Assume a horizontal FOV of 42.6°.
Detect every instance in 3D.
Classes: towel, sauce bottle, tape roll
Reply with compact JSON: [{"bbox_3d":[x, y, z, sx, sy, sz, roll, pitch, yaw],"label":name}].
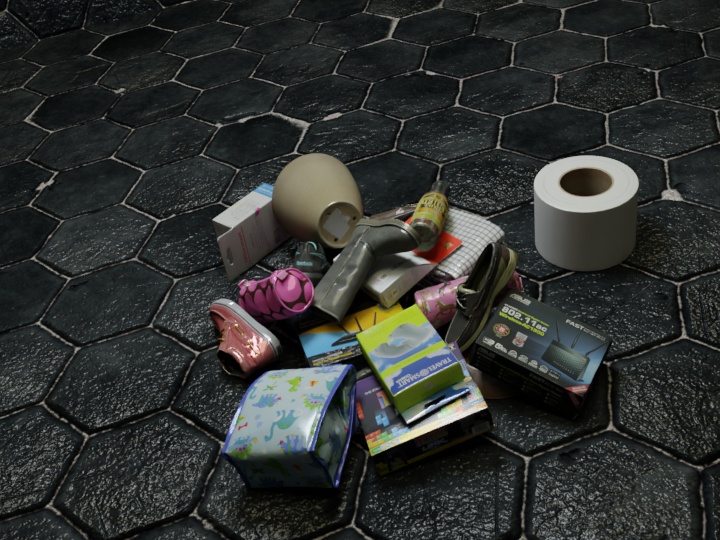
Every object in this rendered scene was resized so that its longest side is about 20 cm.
[{"bbox_3d":[0.167,-0.033,1.806,0.198,0.086,0.165,22,54,42],"label":"towel"},{"bbox_3d":[0.136,-0.112,1.776,0.064,0.066,0.201,2,33,15],"label":"sauce bottle"},{"bbox_3d":[0.439,-0.114,1.805,0.199,0.141,0.204,-6,37,4],"label":"tape roll"}]

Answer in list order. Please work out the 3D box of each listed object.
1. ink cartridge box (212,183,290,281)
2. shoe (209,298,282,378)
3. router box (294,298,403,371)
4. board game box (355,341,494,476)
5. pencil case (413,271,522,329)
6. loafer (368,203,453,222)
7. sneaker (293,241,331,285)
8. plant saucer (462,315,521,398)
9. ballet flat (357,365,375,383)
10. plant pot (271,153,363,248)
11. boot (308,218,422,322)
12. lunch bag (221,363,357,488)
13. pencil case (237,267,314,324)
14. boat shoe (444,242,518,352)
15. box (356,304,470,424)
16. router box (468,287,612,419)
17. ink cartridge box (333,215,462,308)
[{"bbox_3d":[-0.237,-0.080,1.934,0.067,0.117,0.199,21,46,35],"label":"ink cartridge box"},{"bbox_3d":[-0.239,0.124,1.701,0.090,0.072,0.199,-32,45,-32],"label":"shoe"},{"bbox_3d":[-0.008,0.125,1.662,0.197,0.052,0.150,-16,35,-9],"label":"router box"},{"bbox_3d":[0.095,0.219,1.487,0.197,0.057,0.166,-23,38,-1],"label":"board game box"},{"bbox_3d":[0.196,0.047,1.661,0.197,0.084,0.087,-20,18,9],"label":"pencil case"},{"bbox_3d":[0.099,-0.112,1.934,0.196,0.074,0.071,-10,36,-1],"label":"loafer"},{"bbox_3d":[-0.084,-0.015,1.783,0.074,0.081,0.200,1,2,7],"label":"sneaker"},{"bbox_3d":[0.231,0.139,1.606,0.197,0.037,0.202,-7,36,5],"label":"plant saucer"},{"bbox_3d":[0.047,0.181,1.578,0.197,0.058,0.066,-20,-5,-6],"label":"ballet flat"},{"bbox_3d":[-0.069,-0.119,1.852,0.184,0.190,0.200,-18,24,-11],"label":"plant pot"},{"bbox_3d":[0.002,0.002,1.659,0.181,0.073,0.201,2,49,53],"label":"boot"},{"bbox_3d":[-0.102,0.237,1.461,0.167,0.128,0.202,-6,45,22],"label":"lunch bag"},{"bbox_3d":[-0.160,0.046,1.696,0.090,0.095,0.199,-32,7,-30],"label":"pencil case"},{"bbox_3d":[0.192,0.043,1.572,0.203,0.065,0.072,-59,28,4],"label":"boat shoe"},{"bbox_3d":[0.082,0.147,1.497,0.121,0.048,0.200,-27,36,-7],"label":"box"},{"bbox_3d":[0.299,0.133,1.526,0.198,0.063,0.150,27,48,15],"label":"router box"},{"bbox_3d":[0.069,-0.035,1.752,0.200,0.057,0.162,-43,41,-13],"label":"ink cartridge box"}]
